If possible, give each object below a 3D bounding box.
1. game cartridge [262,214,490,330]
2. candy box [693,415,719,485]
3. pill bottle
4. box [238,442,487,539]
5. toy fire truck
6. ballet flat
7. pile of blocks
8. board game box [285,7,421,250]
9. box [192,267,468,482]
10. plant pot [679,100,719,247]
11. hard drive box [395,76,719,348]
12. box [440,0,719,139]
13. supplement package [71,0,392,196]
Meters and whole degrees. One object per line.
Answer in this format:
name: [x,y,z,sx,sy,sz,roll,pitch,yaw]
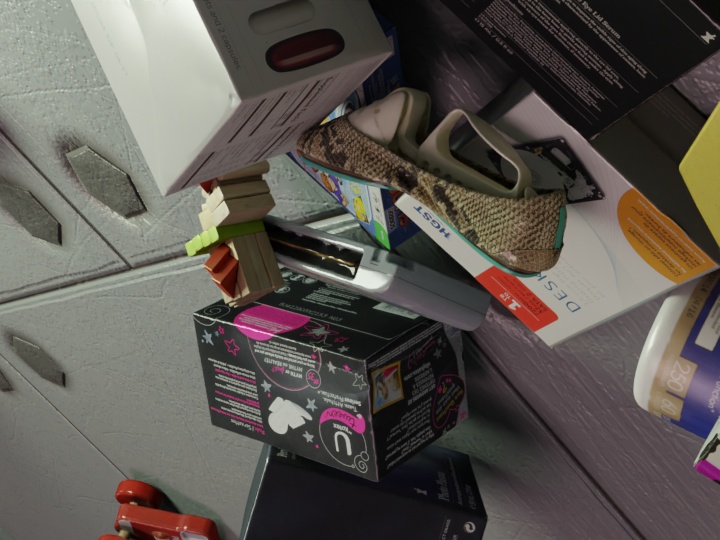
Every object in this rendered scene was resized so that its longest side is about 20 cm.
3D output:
game cartridge: [0.000,0.000,1.152,0.200,0.042,0.133,18,173,45]
candy box: [0.288,0.055,0.783,0.136,0.200,0.061,31,152,10]
pill bottle: [0.284,0.075,0.910,0.200,0.116,0.116,26,150,22]
box: [-0.002,0.219,1.309,0.198,0.124,0.200,15,-172,-3]
toy fire truck: [-0.277,0.392,2.079,0.168,0.112,0.200,11,147,10]
ballet flat: [0.046,-0.068,0.889,0.200,0.068,0.075,31,120,32]
pile of blocks: [-0.112,-0.065,1.115,0.082,0.062,0.201,8,105,47]
board game box: [-0.018,-0.122,1.016,0.135,0.034,0.200,44,159,34]
box: [-0.024,0.083,1.242,0.200,0.132,0.115,14,119,39]
plant pot: [0.268,-0.058,0.662,0.176,0.200,0.200,43,154,14]
hard drive box: [0.137,-0.049,0.939,0.156,0.077,0.200,42,152,-5]
box: [0.104,-0.183,0.774,0.200,0.079,0.141,42,155,-7]
supplement package: [-0.096,-0.177,0.902,0.200,0.111,0.156,64,150,6]
